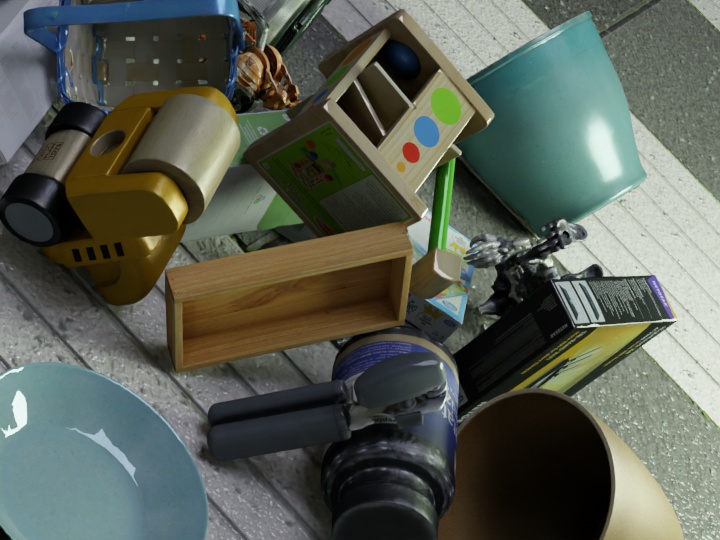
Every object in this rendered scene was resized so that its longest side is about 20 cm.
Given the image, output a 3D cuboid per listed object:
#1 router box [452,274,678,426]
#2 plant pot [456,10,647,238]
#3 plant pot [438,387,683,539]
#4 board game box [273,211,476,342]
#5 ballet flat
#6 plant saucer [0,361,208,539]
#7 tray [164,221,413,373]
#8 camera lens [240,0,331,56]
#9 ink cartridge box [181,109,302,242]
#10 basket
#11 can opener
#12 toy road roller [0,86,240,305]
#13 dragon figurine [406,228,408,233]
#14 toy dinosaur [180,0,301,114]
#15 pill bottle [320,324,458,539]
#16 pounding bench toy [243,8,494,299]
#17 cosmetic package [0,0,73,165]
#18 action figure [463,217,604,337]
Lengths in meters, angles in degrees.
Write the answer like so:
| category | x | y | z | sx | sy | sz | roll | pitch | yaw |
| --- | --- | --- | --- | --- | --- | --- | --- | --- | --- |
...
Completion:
| category | x | y | z | sx | sy | sz | roll | pitch | yaw |
| --- | --- | --- | --- | --- | --- | --- | --- | --- | --- |
| router box | 0.163 | 0.077 | 1.714 | 0.157 | 0.200 | 0.052 | -3 | 61 | -46 |
| plant pot | 0.203 | -0.144 | 2.025 | 0.188 | 0.200 | 0.200 | 60 | 35 | -1 |
| plant pot | 0.188 | 0.219 | 1.631 | 0.200 | 0.186 | 0.187 | 29 | 33 | -46 |
| board game box | 0.019 | -0.032 | 1.837 | 0.200 | 0.034 | 0.135 | 35 | 35 | -12 |
| ballet flat | -0.247 | -0.241 | 1.763 | 0.072 | 0.072 | 0.200 | -4 | 51 | -48 |
| plant saucer | -0.206 | 0.159 | 1.395 | 0.201 | 0.039 | 0.201 | 28 | 36 | -22 |
| tray | -0.059 | 0.021 | 1.559 | 0.199 | 0.099 | 0.037 | -11 | 52 | -13 |
| camera lens | -0.122 | -0.317 | 1.895 | 0.200 | 0.160 | 0.160 | 41 | 34 | -2 |
| ink cartridge box | -0.106 | -0.084 | 1.675 | 0.199 | 0.104 | 0.059 | -10 | 58 | -37 |
| basket | -0.179 | -0.197 | 1.620 | 0.200 | 0.176 | 0.140 | 59 | 30 | -78 |
| can opener | -0.028 | 0.100 | 1.510 | 0.053 | 0.199 | 0.067 | -94 | 171 | -50 |
| toy road roller | -0.176 | -0.053 | 1.530 | 0.146 | 0.199 | 0.123 | 58 | 40 | -34 |
| dragon figurine | 0.000 | 0.000 | 1.702 | 0.200 | 0.099 | 0.059 | -28 | 74 | -35 |
| toy dinosaur | -0.118 | -0.177 | 1.767 | 0.102 | 0.136 | 0.200 | -1 | 53 | -47 |
| pill bottle | 0.024 | 0.149 | 1.575 | 0.112 | 0.112 | 0.200 | 29 | 36 | -19 |
| pounding bench toy | 0.037 | -0.094 | 1.628 | 0.200 | 0.124 | 0.156 | 48 | 53 | -14 |
| cosmetic package | -0.302 | -0.168 | 1.622 | 0.200 | 0.050 | 0.083 | -67 | 139 | -55 |
| action figure | 0.148 | 0.016 | 1.809 | 0.102 | 0.200 | 0.119 | -11 | 77 | -23 |
